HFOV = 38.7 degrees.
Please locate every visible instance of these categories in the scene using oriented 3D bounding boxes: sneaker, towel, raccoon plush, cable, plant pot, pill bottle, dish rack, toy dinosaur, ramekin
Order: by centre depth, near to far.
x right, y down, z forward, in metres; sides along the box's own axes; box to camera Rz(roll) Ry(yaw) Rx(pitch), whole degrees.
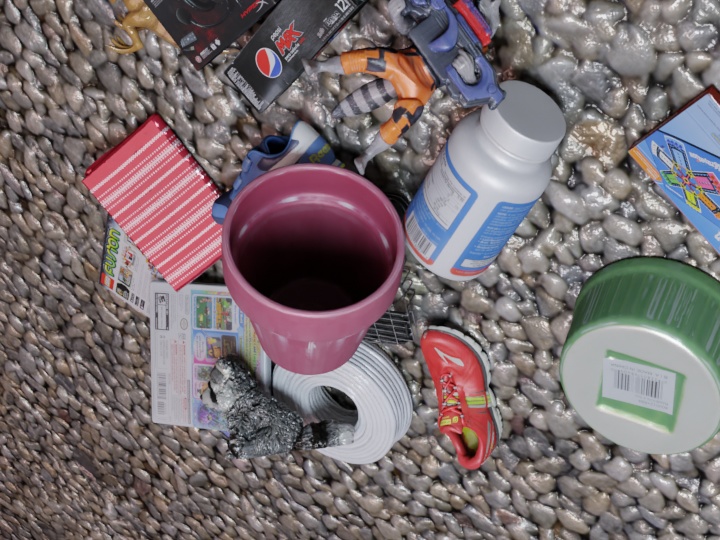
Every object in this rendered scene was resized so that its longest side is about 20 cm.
[{"bbox_3d":[0.127,-0.091,1.048,0.112,0.112,0.201,36,136,4],"label":"pill bottle"},{"bbox_3d":[0.306,0.097,1.083,0.197,0.098,0.203,19,132,21],"label":"ramekin"},{"bbox_3d":[-0.053,0.015,1.137,0.197,0.201,0.180,26,147,14],"label":"plant pot"},{"bbox_3d":[-0.246,-0.291,1.184,0.201,0.061,0.106,49,134,-9],"label":"toy dinosaur"},{"bbox_3d":[-0.110,-0.115,1.224,0.198,0.074,0.083,-22,111,34],"label":"sneaker"},{"bbox_3d":[0.000,0.000,1.252,0.151,0.055,0.203,8,129,31],"label":"dish rack"},{"bbox_3d":[0.123,0.160,1.268,0.076,0.085,0.202,-7,119,36],"label":"sneaker"},{"bbox_3d":[-0.254,-0.088,1.342,0.144,0.023,0.201,-35,102,18],"label":"towel"},{"bbox_3d":[-0.112,0.171,1.358,0.097,0.196,0.137,152,112,-76],"label":"raccoon plush"},{"bbox_3d":[-0.026,0.169,1.383,0.198,0.069,0.202,27,132,12],"label":"cable"}]

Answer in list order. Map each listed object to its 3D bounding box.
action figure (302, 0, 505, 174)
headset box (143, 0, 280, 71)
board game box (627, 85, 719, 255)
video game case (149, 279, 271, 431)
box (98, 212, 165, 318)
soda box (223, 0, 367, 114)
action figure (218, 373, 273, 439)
[{"bbox_3d":[0.042,-0.218,0.976,0.191,0.105,0.202,-29,90,4],"label":"action figure"},{"bbox_3d":[-0.176,-0.340,1.083,0.148,0.077,0.201,-26,108,41],"label":"headset box"},{"bbox_3d":[0.357,-0.070,0.974,0.200,0.019,0.103,47,135,-6],"label":"board game box"},{"bbox_3d":[-0.208,0.119,1.418,0.178,0.024,0.204,3,98,18],"label":"video game case"},{"bbox_3d":[-0.311,-0.028,1.454,0.109,0.035,0.202,32,136,9],"label":"box"},{"bbox_3d":[-0.062,-0.254,1.078,0.063,0.071,0.199,46,136,-8],"label":"soda box"},{"bbox_3d":[-0.179,0.131,1.474,0.191,0.105,0.203,24,105,7],"label":"action figure"}]
